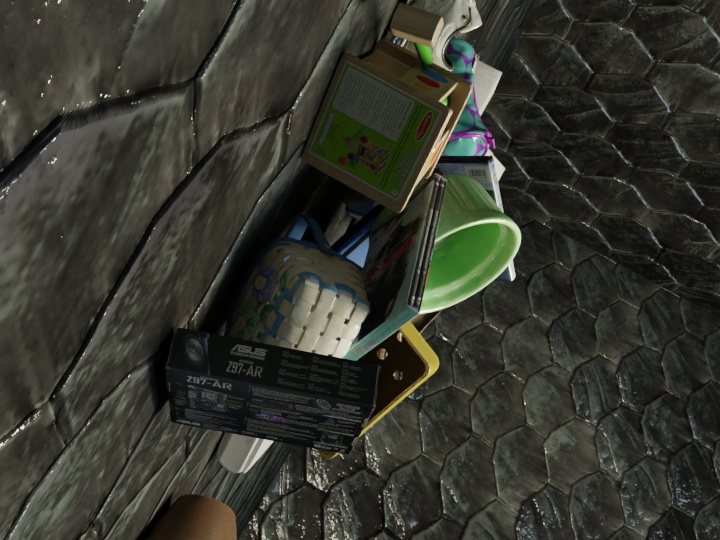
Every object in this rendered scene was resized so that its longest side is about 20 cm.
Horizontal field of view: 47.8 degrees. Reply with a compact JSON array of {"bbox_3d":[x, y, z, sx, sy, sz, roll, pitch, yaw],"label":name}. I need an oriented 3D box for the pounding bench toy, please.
[{"bbox_3d":[0.050,-0.197,0.889,0.200,0.124,0.156,-64,174,29],"label":"pounding bench toy"}]

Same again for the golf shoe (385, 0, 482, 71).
[{"bbox_3d":[0.106,-0.322,0.938,0.200,0.097,0.078,-66,171,30],"label":"golf shoe"}]

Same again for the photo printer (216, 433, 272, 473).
[{"bbox_3d":[-0.165,0.246,1.417,0.167,0.069,0.200,-62,174,11],"label":"photo printer"}]

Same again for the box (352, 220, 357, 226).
[{"bbox_3d":[0.094,-0.119,1.488,0.200,0.158,0.048,-61,-175,5],"label":"box"}]

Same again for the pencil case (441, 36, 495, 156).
[{"bbox_3d":[0.143,-0.257,1.223,0.085,0.092,0.201,58,24,-59],"label":"pencil case"}]

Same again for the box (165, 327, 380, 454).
[{"bbox_3d":[-0.092,0.127,0.822,0.160,0.199,0.044,108,-8,-59],"label":"box"}]

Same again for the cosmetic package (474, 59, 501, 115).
[{"bbox_3d":[0.169,-0.303,1.527,0.200,0.113,0.081,-58,174,-15],"label":"cosmetic package"}]

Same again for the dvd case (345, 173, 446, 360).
[{"bbox_3d":[0.038,-0.003,0.946,0.146,0.022,0.200,-41,-155,48],"label":"dvd case"}]

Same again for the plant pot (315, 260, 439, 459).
[{"bbox_3d":[-0.001,0.124,1.176,0.200,0.200,0.176,-43,161,15],"label":"plant pot"}]

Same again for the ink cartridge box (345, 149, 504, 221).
[{"bbox_3d":[0.108,-0.136,1.348,0.145,0.147,0.200,37,79,-41],"label":"ink cartridge box"}]

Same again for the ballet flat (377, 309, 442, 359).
[{"bbox_3d":[0.099,0.072,1.299,0.200,0.046,0.067,-48,146,-7],"label":"ballet flat"}]

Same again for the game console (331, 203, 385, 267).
[{"bbox_3d":[0.000,0.000,1.191,0.200,0.176,0.117,-41,-151,12],"label":"game console"}]

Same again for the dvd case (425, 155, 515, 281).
[{"bbox_3d":[0.149,-0.077,1.209,0.018,0.142,0.201,-43,128,-41],"label":"dvd case"}]

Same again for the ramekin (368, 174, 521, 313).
[{"bbox_3d":[0.108,-0.038,1.112,0.199,0.098,0.200,-20,150,-13],"label":"ramekin"}]

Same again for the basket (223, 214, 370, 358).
[{"bbox_3d":[-0.077,0.037,0.940,0.177,0.139,0.200,-64,-158,10],"label":"basket"}]

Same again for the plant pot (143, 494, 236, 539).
[{"bbox_3d":[-0.250,0.428,1.146,0.187,0.186,0.200,113,-6,-48],"label":"plant pot"}]

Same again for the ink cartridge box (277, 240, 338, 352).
[{"bbox_3d":[-0.081,0.074,1.072,0.201,0.116,0.067,-63,169,8],"label":"ink cartridge box"}]

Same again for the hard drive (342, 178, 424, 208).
[{"bbox_3d":[0.054,-0.159,1.184,0.132,0.026,0.200,-60,-160,-16],"label":"hard drive"}]
